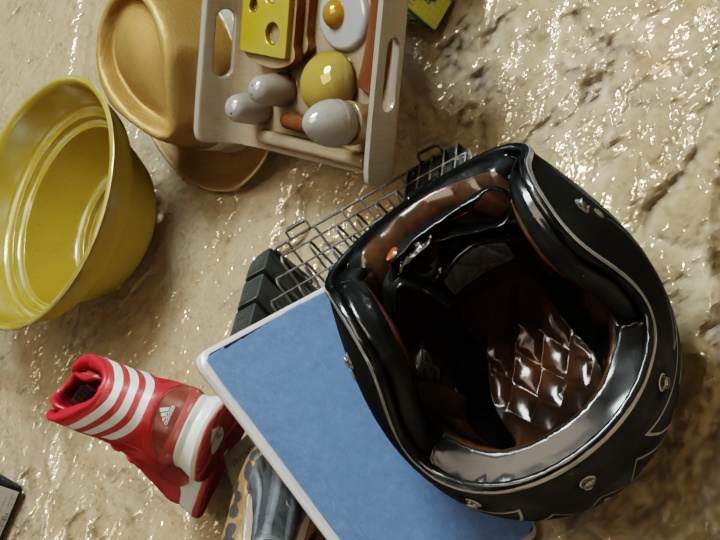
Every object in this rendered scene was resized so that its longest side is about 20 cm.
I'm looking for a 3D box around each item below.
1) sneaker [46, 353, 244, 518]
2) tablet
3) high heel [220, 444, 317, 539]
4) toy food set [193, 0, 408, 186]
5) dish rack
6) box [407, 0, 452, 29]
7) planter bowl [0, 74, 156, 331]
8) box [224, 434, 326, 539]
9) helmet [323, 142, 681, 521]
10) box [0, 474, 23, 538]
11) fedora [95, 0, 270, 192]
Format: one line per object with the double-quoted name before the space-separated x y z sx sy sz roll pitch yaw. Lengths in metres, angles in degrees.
"sneaker" -0.140 0.098 1.410 0.200 0.115 0.079 105 -169 -70
"tablet" 0.005 0.105 1.267 0.200 0.130 0.014 52 139 11
"high heel" -0.067 0.196 1.299 0.143 0.071 0.201 -80 10 -61
"toy food set" -0.044 -0.143 1.440 0.200 0.060 0.144 17 106 48
"dish rack" 0.000 0.000 1.400 0.200 0.055 0.154 -30 25 23
"box" -0.015 -0.229 1.522 0.200 0.117 0.049 19 76 48
"planter bowl" -0.214 -0.042 1.638 0.200 0.083 0.201 -24 58 44
"box" -0.009 0.177 1.330 0.095 0.078 0.200 -43 45 23
"helmet" 0.089 0.044 1.222 0.200 0.191 0.200 -34 12 8
"box" -0.369 0.227 1.686 0.200 0.050 0.199 19 83 49
"fedora" -0.136 -0.153 1.576 0.200 0.082 0.202 13 107 45
